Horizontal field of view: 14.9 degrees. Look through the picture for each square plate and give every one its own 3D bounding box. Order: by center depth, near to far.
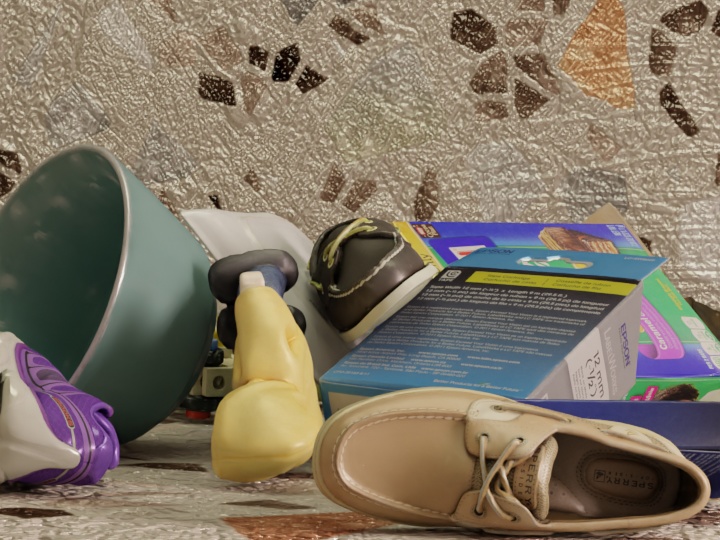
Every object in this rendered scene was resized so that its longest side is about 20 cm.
[{"bbox_3d":[-0.024,0.031,1.818,0.028,0.200,0.198,-42,-9,9],"label":"square plate"}]

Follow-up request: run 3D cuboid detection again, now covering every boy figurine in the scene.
[{"bbox_3d":[-0.056,0.068,1.619,0.064,0.124,0.200,-7,30,2],"label":"boy figurine"}]

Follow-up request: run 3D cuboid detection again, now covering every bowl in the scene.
[{"bbox_3d":[-0.165,0.030,1.737,0.105,0.201,0.201,24,-10,-33],"label":"bowl"}]

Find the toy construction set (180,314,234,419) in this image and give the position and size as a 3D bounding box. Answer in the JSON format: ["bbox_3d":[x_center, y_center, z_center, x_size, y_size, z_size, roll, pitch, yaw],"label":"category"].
[{"bbox_3d":[-0.083,0.066,1.989,0.131,0.092,0.200,1,-9,-27],"label":"toy construction set"}]

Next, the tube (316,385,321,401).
[{"bbox_3d":[0.026,0.087,2.045,0.200,0.052,0.058,10,48,49],"label":"tube"}]

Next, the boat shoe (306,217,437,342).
[{"bbox_3d":[0.000,0.000,1.717,0.072,0.061,0.201,-37,3,-3],"label":"boat shoe"}]

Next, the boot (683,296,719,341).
[{"bbox_3d":[0.356,0.062,2.625,0.097,0.075,0.200,0,0,8],"label":"boot"}]

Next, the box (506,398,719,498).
[{"bbox_3d":[0.127,0.098,1.492,0.200,0.032,0.121,3,-17,-14],"label":"box"}]

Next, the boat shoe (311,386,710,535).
[{"bbox_3d":[0.077,0.097,1.382,0.200,0.071,0.065,3,1,-13],"label":"boat shoe"}]

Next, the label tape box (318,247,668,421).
[{"bbox_3d":[0.088,0.054,1.675,0.143,0.066,0.200,4,26,32],"label":"label tape box"}]

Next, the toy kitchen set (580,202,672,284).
[{"bbox_3d":[0.185,0.067,2.359,0.200,0.180,0.163,-38,-7,6],"label":"toy kitchen set"}]

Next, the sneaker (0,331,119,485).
[{"bbox_3d":[-0.180,0.092,1.558,0.083,0.081,0.200,17,7,-14],"label":"sneaker"}]

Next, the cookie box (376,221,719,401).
[{"bbox_3d":[0.126,0.044,1.848,0.200,0.075,0.171,0,38,-32],"label":"cookie box"}]
